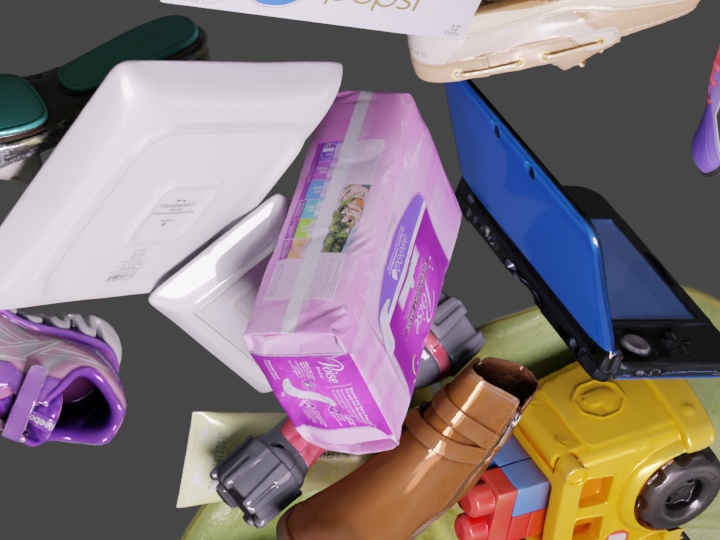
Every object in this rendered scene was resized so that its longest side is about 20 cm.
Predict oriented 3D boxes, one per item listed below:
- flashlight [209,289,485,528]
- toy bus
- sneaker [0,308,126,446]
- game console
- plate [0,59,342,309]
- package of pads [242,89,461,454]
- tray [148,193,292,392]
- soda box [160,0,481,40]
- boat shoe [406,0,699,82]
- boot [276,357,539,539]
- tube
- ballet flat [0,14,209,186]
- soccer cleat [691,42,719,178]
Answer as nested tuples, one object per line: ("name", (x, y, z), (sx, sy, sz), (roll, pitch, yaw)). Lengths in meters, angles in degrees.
("flashlight", (-0.008, 0.091, 1.557), (0.200, 0.068, 0.068), (-41, 148, -15))
("toy bus", (0.146, 0.167, 1.691), (0.191, 0.136, 0.201), (-17, 135, -25))
("sneaker", (-0.222, 0.065, 1.418), (0.199, 0.089, 0.081), (11, 122, -36))
("game console", (0.146, -0.034, 1.478), (0.170, 0.200, 0.119), (0, 127, -32))
("plate", (-0.117, -0.043, 1.364), (0.199, 0.032, 0.200), (-7, 144, -52))
("package of pads", (0.000, 0.000, 1.432), (0.075, 0.201, 0.121), (-2, 140, 24))
("tray", (-0.053, 0.024, 1.497), (0.107, 0.022, 0.200), (-38, 152, 3))
("soda box", (-0.023, -0.186, 1.327), (0.199, 0.064, 0.068), (3, 134, -30))
("boat shoe", (0.120, -0.160, 1.452), (0.199, 0.074, 0.069), (-9, 134, -13))
("boot", (0.033, 0.127, 1.532), (0.155, 0.074, 0.200), (-50, 169, 22))
("tube", (-0.031, 0.127, 1.621), (0.199, 0.058, 0.052), (-1, 167, -26))
("ballet flat", (-0.176, -0.084, 1.329), (0.199, 0.072, 0.072), (-20, 135, -17))
("soccer cleat", (0.266, -0.153, 1.558), (0.073, 0.068, 0.200), (22, 120, -16))
